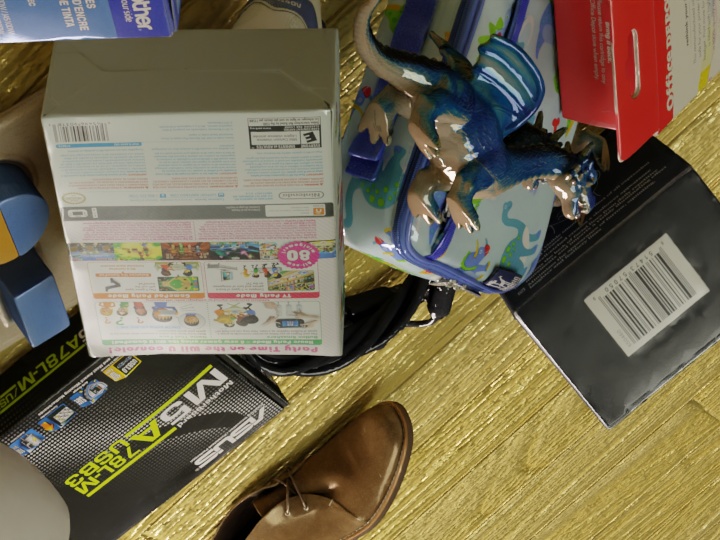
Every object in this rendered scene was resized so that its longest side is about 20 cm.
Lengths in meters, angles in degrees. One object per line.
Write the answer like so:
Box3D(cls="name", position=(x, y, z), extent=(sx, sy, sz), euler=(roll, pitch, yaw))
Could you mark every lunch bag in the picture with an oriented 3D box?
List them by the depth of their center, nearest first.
Box3D(cls="lunch bag", position=(0.062, -0.091, 1.222), extent=(0.160, 0.082, 0.202), euler=(24, 84, -55))

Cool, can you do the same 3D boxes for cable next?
Box3D(cls="cable", position=(0.000, 0.000, 1.391), extent=(0.199, 0.051, 0.164), euler=(-7, 138, -39))

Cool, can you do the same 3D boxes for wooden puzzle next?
Box3D(cls="wooden puzzle", position=(-0.168, -0.029, 1.185), extent=(0.199, 0.046, 0.186), euler=(-28, 149, -13))

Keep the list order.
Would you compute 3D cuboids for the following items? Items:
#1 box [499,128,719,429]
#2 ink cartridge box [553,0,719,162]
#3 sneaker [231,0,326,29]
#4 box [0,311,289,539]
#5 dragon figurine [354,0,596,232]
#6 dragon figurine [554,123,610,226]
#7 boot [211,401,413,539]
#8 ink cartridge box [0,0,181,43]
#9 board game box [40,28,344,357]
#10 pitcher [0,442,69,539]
Box3D(cls="box", position=(0.173, -0.005, 1.401), extent=(0.148, 0.200, 0.107), euler=(-39, 105, 5))
Box3D(cls="ink cartridge box", position=(0.170, -0.161, 1.221), extent=(0.200, 0.067, 0.117), euler=(-42, 135, -42))
Box3D(cls="sneaker", position=(-0.036, -0.100, 1.194), extent=(0.200, 0.075, 0.089), euler=(87, 25, -73))
Box3D(cls="box", position=(-0.169, 0.104, 1.365), extent=(0.199, 0.048, 0.193), euler=(-38, 146, 4))
Box3D(cls="dragon figurine", position=(0.056, -0.091, 1.105), extent=(0.100, 0.059, 0.201), euler=(-50, 125, -24))
Box3D(cls="dragon figurine", position=(0.109, -0.083, 1.362), extent=(0.059, 0.099, 0.201), euler=(74, 33, -46))
Box3D(cls="boot", position=(-0.037, 0.173, 1.576), extent=(0.075, 0.074, 0.200), euler=(18, 123, -42))
Box3D(cls="ink cartridge box", position=(-0.142, -0.168, 0.860), extent=(0.198, 0.138, 0.077), euler=(-1, 149, 1))
Box3D(cls="board game box", position=(-0.082, -0.037, 1.107), extent=(0.146, 0.065, 0.201), euler=(0, 140, 1))
Box3D(cls="pitcher", position=(-0.289, 0.154, 1.225), extent=(0.199, 0.122, 0.172), euler=(23, 136, -25))
